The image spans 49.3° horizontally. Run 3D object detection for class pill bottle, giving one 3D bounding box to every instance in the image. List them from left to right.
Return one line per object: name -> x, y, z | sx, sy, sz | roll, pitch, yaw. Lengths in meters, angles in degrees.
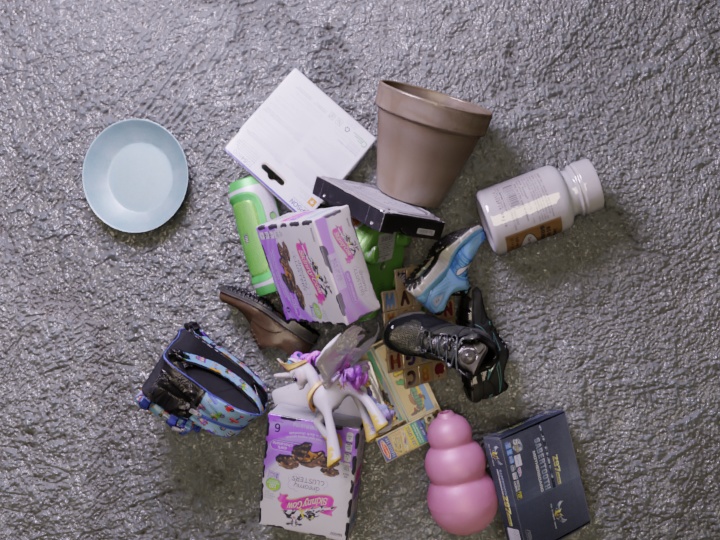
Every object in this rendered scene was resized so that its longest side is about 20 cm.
pill bottle -> 0.305, -0.113, 1.334 | 0.196, 0.114, 0.116 | -20, 89, 4

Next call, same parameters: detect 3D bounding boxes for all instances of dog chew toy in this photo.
dog chew toy -> 0.165, 0.341, 1.341 | 0.122, 0.125, 0.204 | -11, 93, 4

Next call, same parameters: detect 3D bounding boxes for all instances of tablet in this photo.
tablet -> -0.052, 0.249, 1.399 | 0.197, 0.014, 0.133 | -19, 91, 14

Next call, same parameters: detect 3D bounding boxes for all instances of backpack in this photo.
backpack -> -0.264, 0.209, 1.355 | 0.198, 0.183, 0.136 | 34, 101, -9

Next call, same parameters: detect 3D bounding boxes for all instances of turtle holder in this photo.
turtle holder -> 0.006, -0.009, 1.358 | 0.130, 0.188, 0.141 | 23, 54, 33

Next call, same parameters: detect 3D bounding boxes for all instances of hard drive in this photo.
hard drive -> 0.028, -0.106, 1.295 | 0.138, 0.199, 0.039 | 6, 107, -39

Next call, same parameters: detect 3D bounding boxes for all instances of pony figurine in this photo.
pony figurine -> -0.031, 0.185, 1.281 | 0.192, 0.166, 0.202 | -37, 72, 11

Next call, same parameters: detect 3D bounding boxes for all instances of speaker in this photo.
speaker -> -0.172, -0.062, 1.385 | 0.087, 0.088, 0.204 | -16, 89, 4

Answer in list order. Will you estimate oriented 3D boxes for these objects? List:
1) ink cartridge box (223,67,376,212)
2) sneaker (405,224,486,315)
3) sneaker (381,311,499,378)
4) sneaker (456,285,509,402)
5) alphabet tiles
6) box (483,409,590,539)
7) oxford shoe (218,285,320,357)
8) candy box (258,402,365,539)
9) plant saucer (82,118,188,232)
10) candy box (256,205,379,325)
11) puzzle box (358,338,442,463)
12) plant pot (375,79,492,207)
ink cartridge box -> -0.106, -0.218, 1.381 | 0.199, 0.041, 0.201 | 41, 79, 2
sneaker -> 0.156, -0.001, 1.343 | 0.200, 0.078, 0.091 | -46, 107, -31
sneaker -> 0.135, 0.118, 1.267 | 0.195, 0.114, 0.078 | 14, 93, -7
sneaker -> 0.214, 0.126, 1.374 | 0.077, 0.075, 0.205 | -6, 97, -9
alphabet tiles -> 0.104, 0.093, 1.348 | 0.164, 0.006, 0.205 | -8, 94, -38
box -> 0.302, 0.357, 1.335 | 0.155, 0.051, 0.204 | -13, 90, -31
oxford shoe -> -0.176, 0.096, 1.394 | 0.198, 0.073, 0.085 | 33, 95, 3
candy box -> -0.084, 0.352, 1.372 | 0.164, 0.071, 0.205 | 7, 97, 10
plant saucer -> -0.404, -0.170, 1.424 | 0.196, 0.039, 0.206 | 0, 91, 3
candy box -> -0.072, -0.007, 1.260 | 0.071, 0.199, 0.171 | -24, 102, -31
puzzle box -> 0.061, 0.223, 1.400 | 0.131, 0.025, 0.203 | -27, 89, 5
plant pot -> 0.103, -0.210, 1.325 | 0.196, 0.200, 0.177 | 18, 108, 4
